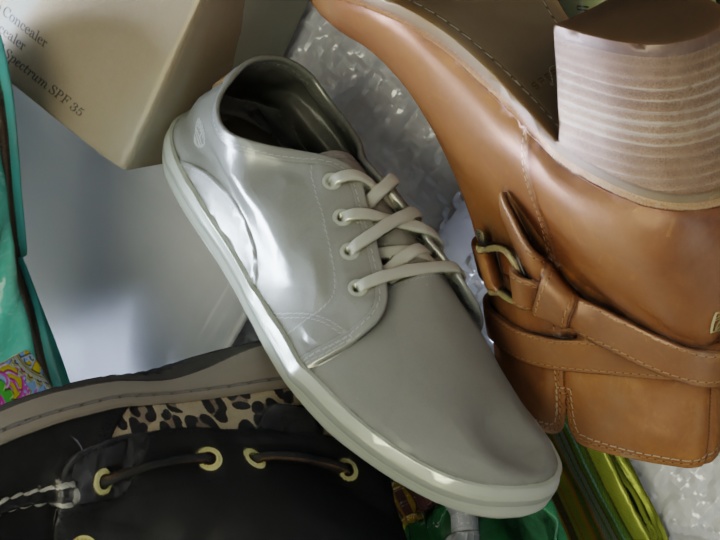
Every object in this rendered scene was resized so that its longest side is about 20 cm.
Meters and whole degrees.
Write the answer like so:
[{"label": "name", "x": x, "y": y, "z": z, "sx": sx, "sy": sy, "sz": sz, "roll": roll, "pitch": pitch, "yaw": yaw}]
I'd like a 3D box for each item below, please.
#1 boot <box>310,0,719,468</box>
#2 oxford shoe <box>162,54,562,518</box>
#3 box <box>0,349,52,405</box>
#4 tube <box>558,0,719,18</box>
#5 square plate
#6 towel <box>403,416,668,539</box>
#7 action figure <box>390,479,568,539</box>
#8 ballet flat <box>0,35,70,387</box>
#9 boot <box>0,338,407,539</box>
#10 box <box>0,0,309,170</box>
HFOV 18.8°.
[{"label": "boot", "x": 0.054, "y": -0.031, "z": 0.732, "sx": 0.200, "sy": 0.077, "sz": 0.156, "roll": 22, "pitch": 129, "yaw": 41}, {"label": "oxford shoe", "x": 0.000, "y": 0.000, "z": 0.717, "sx": 0.200, "sy": 0.075, "sz": 0.058, "roll": 53, "pitch": 127, "yaw": 31}, {"label": "box", "x": -0.150, "y": 0.171, "z": 0.777, "sx": 0.192, "sy": 0.122, "sz": 0.200, "roll": -37, "pitch": 87, "yaw": 42}, {"label": "tube", "x": 0.142, "y": -0.065, "z": 0.691, "sx": 0.199, "sy": 0.052, "sz": 0.058, "roll": 8, "pitch": 70, "yaw": 37}, {"label": "square plate", "x": -0.138, "y": 0.012, "z": 0.883, "sx": 0.198, "sy": 0.028, "sz": 0.200, "roll": 36, "pitch": 116, "yaw": 19}, {"label": "towel", "x": 0.019, "y": 0.108, "z": 0.815, "sx": 0.200, "sy": 0.018, "sz": 0.086, "roll": -32, "pitch": 82, "yaw": 32}, {"label": "action figure", "x": 0.035, "y": 0.097, "z": 0.758, "sx": 0.118, "sy": 0.055, "sz": 0.201, "roll": -36, "pitch": 75, "yaw": 56}, {"label": "ballet flat", "x": -0.149, "y": 0.005, "z": 0.802, "sx": 0.070, "sy": 0.067, "sz": 0.201, "roll": -13, "pitch": 121, "yaw": -8}, {"label": "boot", "x": -0.055, "y": 0.110, "z": 0.677, "sx": 0.151, "sy": 0.199, "sz": 0.073, "roll": 59, "pitch": 140, "yaw": 20}, {"label": "box", "x": -0.055, "y": -0.146, "z": 0.772, "sx": 0.095, "sy": 0.078, "sz": 0.201, "roll": 36, "pitch": 116, "yaw": 21}]
